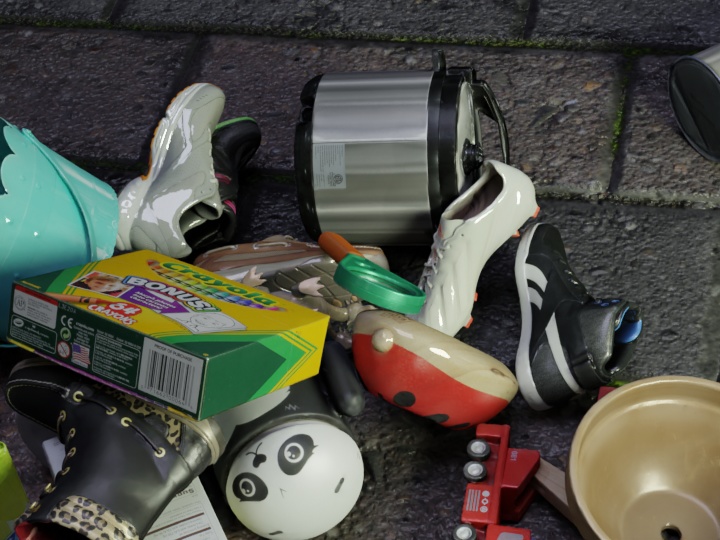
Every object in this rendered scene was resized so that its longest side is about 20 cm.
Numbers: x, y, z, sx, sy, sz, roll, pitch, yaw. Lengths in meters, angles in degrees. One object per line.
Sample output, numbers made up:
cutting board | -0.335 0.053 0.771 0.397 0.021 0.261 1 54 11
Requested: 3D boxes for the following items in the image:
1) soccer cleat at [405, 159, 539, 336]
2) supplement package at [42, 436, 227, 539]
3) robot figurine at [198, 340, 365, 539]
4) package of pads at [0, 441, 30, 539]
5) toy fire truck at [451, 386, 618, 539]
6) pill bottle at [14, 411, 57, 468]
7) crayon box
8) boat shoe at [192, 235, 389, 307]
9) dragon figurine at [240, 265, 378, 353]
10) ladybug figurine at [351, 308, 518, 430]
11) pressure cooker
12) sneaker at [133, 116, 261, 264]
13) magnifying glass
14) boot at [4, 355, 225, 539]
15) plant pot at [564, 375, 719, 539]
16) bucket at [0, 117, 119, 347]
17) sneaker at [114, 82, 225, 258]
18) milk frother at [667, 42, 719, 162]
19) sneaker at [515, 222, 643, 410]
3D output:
soccer cleat | 0.087 -0.013 1.623 0.069 0.077 0.200 33 89 49
supplement package | -0.172 0.224 1.435 0.109 0.114 0.200 -20 45 -12
robot figurine | -0.073 0.138 1.502 0.124 0.151 0.200 -4 40 -20
package of pads | -0.352 0.237 1.414 0.068 0.155 0.200 21 50 34
toy fire truck | 0.157 0.183 1.477 0.140 0.049 0.201 4 45 10
pill bottle | -0.216 0.087 1.587 0.112 0.112 0.200 14 47 21
crayon box | -0.155 0.047 1.430 0.199 0.059 0.172 20 20 27
boat shoe | -0.072 -0.004 1.688 0.199 0.076 0.072 -6 47 0
dragon figurine | -0.081 0.042 1.611 0.199 0.100 0.059 3 69 0
ladybug figurine | 0.058 0.089 1.511 0.135 0.200 0.072 22 86 36
pressure cooker | 0.046 -0.107 1.708 0.199 0.176 0.179 -1 47 12
sneaker | -0.152 -0.072 1.784 0.083 0.077 0.200 22 60 19
magnifying glass | 0.000 0.000 1.550 0.079 0.022 0.200 17 11 -21
boot | -0.225 0.153 1.386 0.199 0.073 0.151 18 49 19
plant pot | 0.259 0.191 1.411 0.200 0.093 0.202 2 49 -2
bucket | -0.329 -0.028 1.647 0.134 0.207 0.208 25 32 -31
sneaker | -0.165 -0.092 1.716 0.092 0.076 0.201 19 65 13
milk frother | 0.436 -0.209 1.744 0.188 0.201 0.181 -26 50 -18
sneaker | 0.204 0.031 1.592 0.111 0.073 0.201 -19 47 27
